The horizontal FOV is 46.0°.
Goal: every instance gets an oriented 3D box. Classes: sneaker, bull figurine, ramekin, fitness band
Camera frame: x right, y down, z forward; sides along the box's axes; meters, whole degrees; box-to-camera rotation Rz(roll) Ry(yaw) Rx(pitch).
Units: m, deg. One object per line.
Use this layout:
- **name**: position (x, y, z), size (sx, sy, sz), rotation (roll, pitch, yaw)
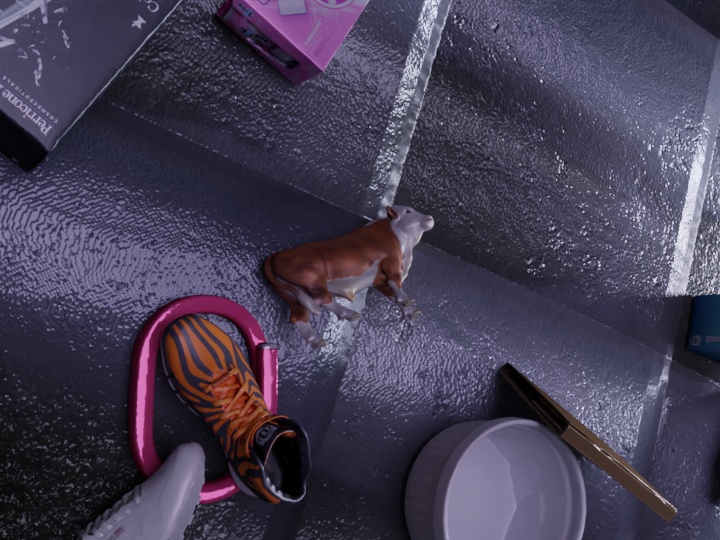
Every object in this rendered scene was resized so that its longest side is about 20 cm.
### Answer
- **sneaker**: position (-0.102, 0.125, 0.768), size (0.078, 0.112, 0.200), rotation (-37, 103, -25)
- **bull figurine**: position (0.000, 0.000, 0.895), size (0.200, 0.065, 0.121), rotation (-18, 63, -23)
- **ramekin**: position (0.144, 0.261, 0.948), size (0.200, 0.105, 0.200), rotation (2, 86, -30)
- **sneaker**: position (-0.205, 0.237, 0.748), size (0.080, 0.076, 0.200), rotation (29, 86, -8)
- **fitness band**: position (-0.152, 0.123, 0.824), size (0.144, 0.037, 0.200), rotation (4, 83, -30)

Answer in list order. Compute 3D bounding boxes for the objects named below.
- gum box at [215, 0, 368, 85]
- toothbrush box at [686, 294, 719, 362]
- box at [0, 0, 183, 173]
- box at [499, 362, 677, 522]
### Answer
- **gum box**: position (-0.053, -0.304, 0.893), size (0.113, 0.066, 0.200), rotation (38, 69, -24)
- **toothbrush box**: position (0.580, 0.088, 1.161), size (0.146, 0.200, 0.085), rotation (20, 77, -27)
- **box**: position (-0.291, -0.226, 0.718), size (0.200, 0.124, 0.197), rotation (41, 70, -22)
- **box**: position (0.263, 0.198, 0.996), size (0.200, 0.163, 0.021), rotation (38, 94, -23)
